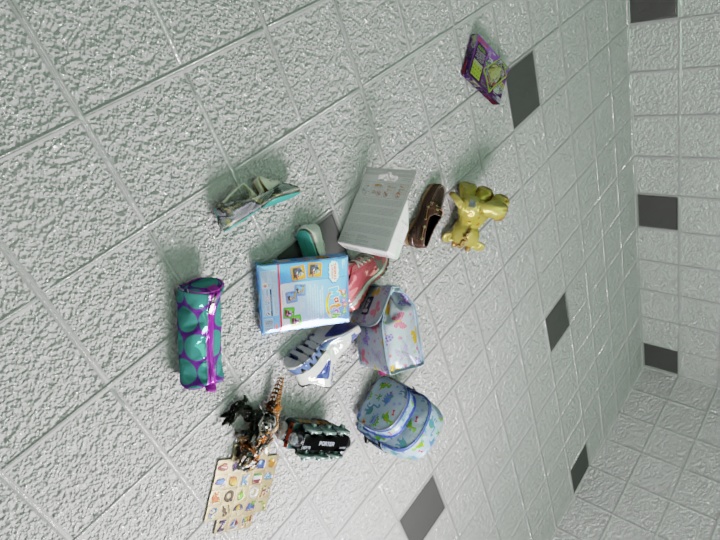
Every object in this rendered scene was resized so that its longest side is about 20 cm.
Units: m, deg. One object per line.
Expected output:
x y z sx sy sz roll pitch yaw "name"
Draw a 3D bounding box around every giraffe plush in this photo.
0.323 -0.143 1.561 0.199 0.172 0.164 -31 143 -49 "giraffe plush"

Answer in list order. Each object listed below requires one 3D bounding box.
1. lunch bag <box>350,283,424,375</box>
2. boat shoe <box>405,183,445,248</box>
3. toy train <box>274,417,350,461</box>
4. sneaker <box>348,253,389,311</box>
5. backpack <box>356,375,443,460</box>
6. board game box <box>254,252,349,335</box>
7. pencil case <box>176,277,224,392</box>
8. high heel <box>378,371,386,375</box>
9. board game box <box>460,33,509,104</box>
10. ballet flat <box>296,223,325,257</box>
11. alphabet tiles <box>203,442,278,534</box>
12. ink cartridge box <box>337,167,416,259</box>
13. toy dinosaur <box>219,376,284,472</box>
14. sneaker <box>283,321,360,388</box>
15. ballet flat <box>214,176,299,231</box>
0.056 0.135 1.305 0.126 0.169 0.203 -8 93 -25 "lunch bag"
0.192 -0.148 1.469 0.070 0.070 0.202 38 71 -43 "boat shoe"
-0.109 0.386 1.250 0.199 0.113 0.086 23 82 -50 "toy train"
0.000 0.000 1.302 0.087 0.073 0.201 49 65 -39 "sneaker"
0.099 0.387 1.409 0.184 0.199 0.147 -56 133 -19 "backpack"
-0.122 0.049 1.160 0.198 0.037 0.153 -6 106 -19 "board game box"
-0.298 0.118 1.009 0.085 0.092 0.203 -10 108 -44 "pencil case"
0.072 0.171 1.422 0.096 0.067 0.202 49 50 -51 "high heel"
0.367 -0.583 1.571 0.199 0.032 0.121 18 90 -47 "board game box"
-0.094 -0.013 1.215 0.069 0.069 0.202 -30 119 -37 "ballet flat"
-0.262 0.481 1.198 0.165 0.006 0.203 14 90 -46 "alphabet tiles"
0.048 -0.137 1.254 0.050 0.160 0.202 32 76 -47 "ink cartridge box"
-0.222 0.329 1.161 0.136 0.101 0.202 47 43 -57 "toy dinosaur"
-0.086 0.206 1.270 0.199 0.080 0.116 -34 127 -28 "sneaker"
-0.204 -0.147 1.063 0.200 0.072 0.073 -34 123 -37 "ballet flat"
